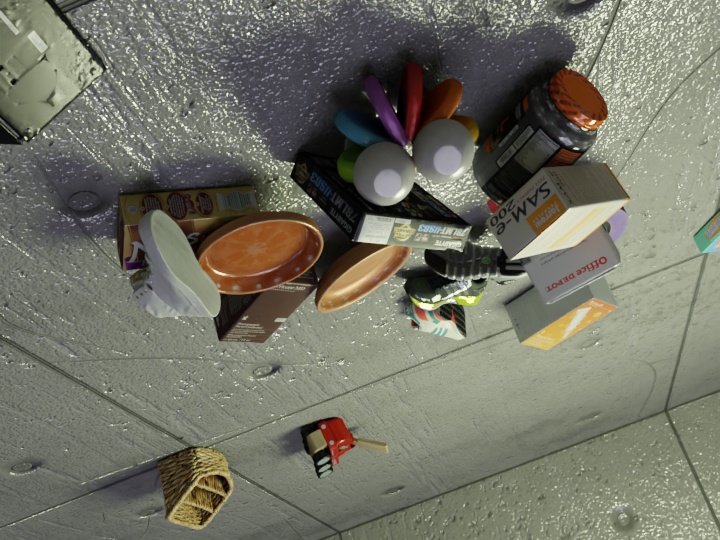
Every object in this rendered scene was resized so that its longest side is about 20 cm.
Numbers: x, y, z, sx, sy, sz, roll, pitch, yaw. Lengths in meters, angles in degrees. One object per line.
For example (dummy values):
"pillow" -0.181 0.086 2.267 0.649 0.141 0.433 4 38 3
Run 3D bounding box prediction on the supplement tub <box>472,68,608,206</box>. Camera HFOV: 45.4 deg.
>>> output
"supplement tub" 0.265 -0.193 1.276 0.120 0.125 0.200 3 145 -35

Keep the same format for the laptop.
"laptop" -0.411 -0.228 0.926 0.200 0.103 0.178 -45 153 -6

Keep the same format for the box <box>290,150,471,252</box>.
"box" 0.027 -0.098 1.225 0.195 0.200 0.050 6 116 -38

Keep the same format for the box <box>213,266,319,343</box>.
"box" -0.167 0.046 1.489 0.099 0.076 0.200 6 142 -37

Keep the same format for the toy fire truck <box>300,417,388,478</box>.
"toy fire truck" -0.039 0.452 2.246 0.197 0.130 0.177 -25 153 -12

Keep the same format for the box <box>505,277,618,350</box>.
"box" 0.439 0.079 1.885 0.199 0.099 0.123 -37 146 31

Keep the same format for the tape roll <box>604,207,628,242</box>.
"tape roll" 0.381 -0.088 1.573 0.196 0.086 0.201 -14 151 -8

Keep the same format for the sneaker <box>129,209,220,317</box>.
"sneaker" -0.289 0.001 1.215 0.113 0.075 0.202 -5 136 19

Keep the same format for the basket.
"basket" -0.394 0.542 2.140 0.140 0.151 0.200 -22 151 7

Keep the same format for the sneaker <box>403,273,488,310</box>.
"sneaker" 0.168 0.022 1.667 0.197 0.075 0.082 -6 141 -35

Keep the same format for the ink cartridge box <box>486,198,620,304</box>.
"ink cartridge box" 0.324 -0.070 1.436 0.143 0.202 0.084 -30 -177 22

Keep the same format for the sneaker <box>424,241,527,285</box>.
"sneaker" 0.218 -0.006 1.582 0.196 0.077 0.115 8 169 17

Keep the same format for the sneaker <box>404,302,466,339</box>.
"sneaker" 0.157 0.099 1.801 0.092 0.072 0.199 -10 159 24

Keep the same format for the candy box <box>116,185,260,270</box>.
"candy box" -0.254 -0.063 1.262 0.196 0.057 0.117 -8 150 -23

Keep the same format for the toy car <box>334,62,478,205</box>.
"toy car" 0.053 -0.192 1.142 0.196 0.176 0.152 -20 118 4

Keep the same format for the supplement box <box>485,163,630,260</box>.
"supplement box" 0.294 -0.090 1.270 0.198 0.074 0.126 -10 153 -48

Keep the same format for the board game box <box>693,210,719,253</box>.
"board game box" 0.846 -0.105 1.864 0.196 0.046 0.153 -7 150 -22

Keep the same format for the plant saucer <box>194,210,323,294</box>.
"plant saucer" -0.153 -0.029 1.293 0.196 0.033 0.202 -15 152 -8

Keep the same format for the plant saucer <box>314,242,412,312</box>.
"plant saucer" 0.000 0.000 1.497 0.198 0.038 0.201 -32 163 -11
